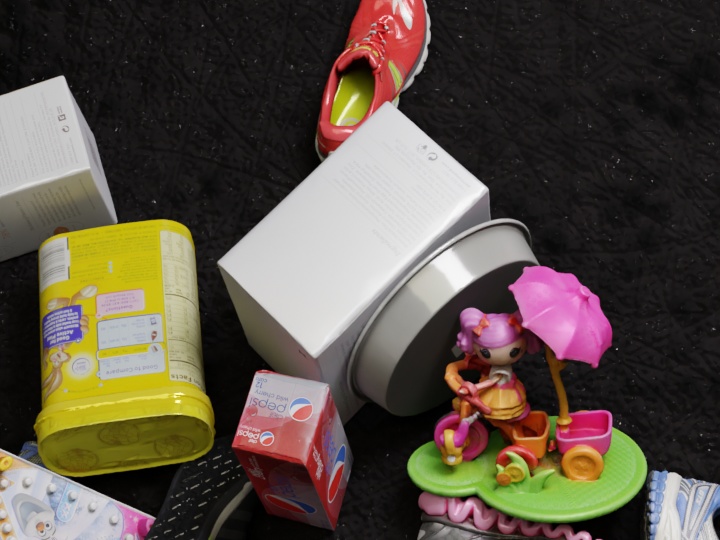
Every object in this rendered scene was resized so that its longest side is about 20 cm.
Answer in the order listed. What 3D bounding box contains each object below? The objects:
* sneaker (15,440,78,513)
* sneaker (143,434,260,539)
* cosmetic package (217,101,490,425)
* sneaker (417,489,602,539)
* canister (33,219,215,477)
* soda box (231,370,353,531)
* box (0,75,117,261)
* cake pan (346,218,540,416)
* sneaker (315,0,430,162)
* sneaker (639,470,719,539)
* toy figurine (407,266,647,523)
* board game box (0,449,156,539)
[{"bbox_3d":[-0.337,0.210,1.741,0.198,0.076,0.079,-21,57,-10],"label":"sneaker"},{"bbox_3d":[-0.130,0.223,1.714,0.071,0.083,0.200,7,44,31],"label":"sneaker"},{"bbox_3d":[0.000,0.000,1.712,0.123,0.200,0.200,41,77,18],"label":"cosmetic package"},{"bbox_3d":[0.132,0.248,1.678,0.198,0.079,0.096,14,77,19],"label":"sneaker"},{"bbox_3d":[-0.204,0.063,1.752,0.147,0.087,0.201,-8,57,1],"label":"canister"},{"bbox_3d":[-0.052,0.149,1.659,0.063,0.200,0.071,13,70,11],"label":"soda box"},{"bbox_3d":[-0.332,-0.076,1.815,0.198,0.125,0.098,-18,68,-2],"label":"box"},{"bbox_3d":[0.076,0.045,1.686,0.200,0.201,0.037,-40,65,-10],"label":"cake pan"},{"bbox_3d":[0.012,-0.187,1.846,0.076,0.085,0.202,14,71,10],"label":"sneaker"},{"bbox_3d":[0.273,0.259,1.654,0.084,0.077,0.202,2,69,2],"label":"sneaker"},{"bbox_3d":[0.131,0.085,1.650,0.198,0.186,0.150,0,28,9],"label":"toy figurine"},{"bbox_3d":[-0.265,0.267,1.670,0.199,0.026,0.202,27,70,-21],"label":"board game box"}]
